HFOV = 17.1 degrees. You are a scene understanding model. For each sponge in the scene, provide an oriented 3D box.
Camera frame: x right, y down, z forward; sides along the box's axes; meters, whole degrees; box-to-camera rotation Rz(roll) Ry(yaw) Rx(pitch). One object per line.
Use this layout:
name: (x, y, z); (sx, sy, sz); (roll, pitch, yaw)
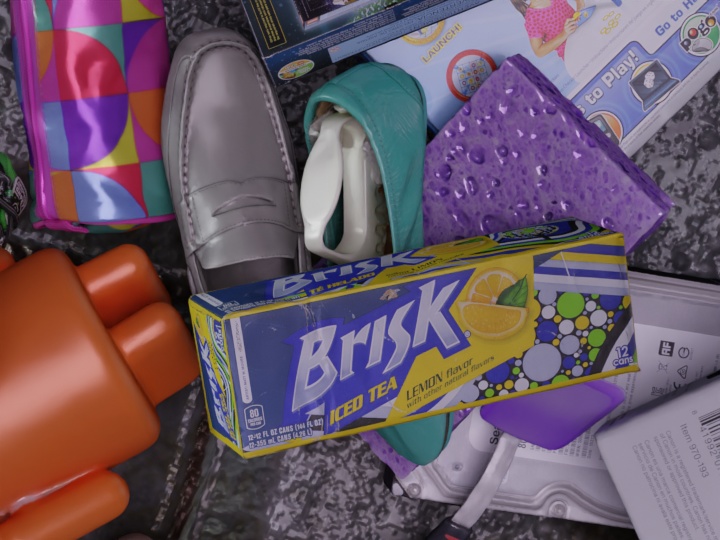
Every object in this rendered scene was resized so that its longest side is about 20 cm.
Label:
sponge: (0.051, -0.001, 1.208); (0.112, 0.030, 0.200); (46, 111, 8)

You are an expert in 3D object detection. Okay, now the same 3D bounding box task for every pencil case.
pencil case: (-0.140, -0.117, 1.200); (0.088, 0.088, 0.201); (-10, 97, -7)

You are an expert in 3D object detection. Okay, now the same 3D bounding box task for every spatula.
spatula: (0.060, 0.117, 1.241); (0.056, 0.021, 0.200); (25, 119, -22)

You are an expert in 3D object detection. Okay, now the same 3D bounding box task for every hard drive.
hard drive: (0.121, 0.064, 1.277); (0.199, 0.038, 0.141); (10, 94, -8)

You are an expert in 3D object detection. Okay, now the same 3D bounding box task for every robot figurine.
robot figurine: (-0.179, 0.067, 1.195); (0.199, 0.117, 0.144); (-29, 100, -4)

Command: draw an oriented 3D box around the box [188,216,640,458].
box: (0.025, 0.029, 1.116); (0.199, 0.064, 0.070); (-12, 101, -17)

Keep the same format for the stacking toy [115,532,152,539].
stacking toy: (-0.038, 0.206, 1.239); (0.199, 0.146, 0.147); (0, 96, -24)

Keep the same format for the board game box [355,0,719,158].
board game box: (0.093, -0.153, 1.242); (0.200, 0.056, 0.196); (-44, 99, -2)

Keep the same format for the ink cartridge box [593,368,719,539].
ink cartridge box: (0.239, 0.104, 1.201); (0.199, 0.083, 0.146); (-25, 87, 11)

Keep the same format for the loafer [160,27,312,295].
loafer: (-0.055, -0.019, 1.175); (0.070, 0.070, 0.201); (-13, 102, -14)

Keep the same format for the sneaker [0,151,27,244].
sneaker: (-0.200, -0.024, 1.155); (0.085, 0.201, 0.078); (-11, 138, -10)

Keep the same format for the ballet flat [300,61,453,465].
ballet flat: (0.000, 0.000, 1.170); (0.070, 0.067, 0.201); (-9, 96, -38)

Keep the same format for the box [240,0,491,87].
box: (-0.015, -0.206, 1.180); (0.136, 0.038, 0.201); (-21, 70, 1)
